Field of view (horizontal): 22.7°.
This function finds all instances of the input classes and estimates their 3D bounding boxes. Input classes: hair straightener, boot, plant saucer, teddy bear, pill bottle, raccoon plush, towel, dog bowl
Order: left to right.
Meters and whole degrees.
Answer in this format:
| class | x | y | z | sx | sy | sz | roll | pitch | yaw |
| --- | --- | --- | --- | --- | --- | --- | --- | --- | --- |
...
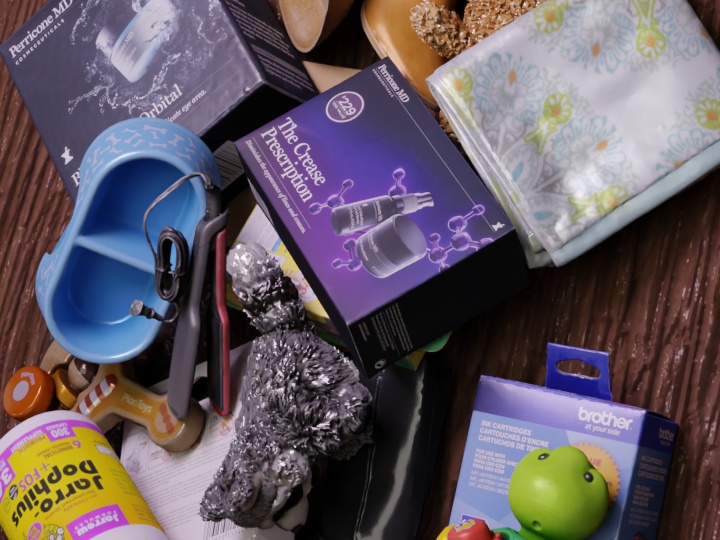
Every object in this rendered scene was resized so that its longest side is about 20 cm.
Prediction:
| class | x | y | z | sx | sy | sz | roll | pitch | yaw |
| --- | --- | --- | --- | --- | --- | --- | --- | --- | --- |
| pill bottle | -0.203 | 0.205 | 1.350 | 0.104 | 0.104 | 0.200 | -50 | 50 | 11 |
| dog bowl | -0.179 | -0.016 | 1.375 | 0.050 | 0.110 | 0.201 | -103 | 36 | -66 |
| hair straightener | -0.133 | 0.022 | 1.342 | 0.041 | 0.076 | 0.202 | -136 | 45 | -54 |
| raccoon plush | -0.085 | 0.094 | 1.298 | 0.201 | 0.133 | 0.097 | 53 | 146 | 18 |
| plant saucer | -0.032 | -0.277 | 1.436 | 0.035 | 0.200 | 0.202 | -4 | 73 | -16 |
| boot | -0.021 | 0.160 | 1.378 | 0.163 | 0.066 | 0.202 | 5 | 84 | 23 |
| boot | 0.065 | -0.239 | 1.407 | 0.144 | 0.071 | 0.203 | -38 | 58 | 24 |
| teddy bear | 0.115 | -0.191 | 1.354 | 0.202 | 0.144 | 0.067 | -65 | 16 | -3 |
| towel | 0.169 | -0.117 | 1.294 | 0.199 | 0.048 | 0.172 | -31 | 84 | -1 |

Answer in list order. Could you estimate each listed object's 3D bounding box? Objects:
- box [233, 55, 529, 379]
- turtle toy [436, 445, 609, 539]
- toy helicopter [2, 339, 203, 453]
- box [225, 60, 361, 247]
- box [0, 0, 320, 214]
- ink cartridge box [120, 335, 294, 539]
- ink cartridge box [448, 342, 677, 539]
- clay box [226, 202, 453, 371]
| class | x | y | z | sx | sy | sz | roll | pitch | yaw |
| --- | --- | --- | --- | --- | --- | --- | --- | --- | --- |
| box | 0.014 | -0.043 | 1.320 | 0.140 | 0.079 | 0.201 | -28 | 53 | -8 |
| turtle toy | 0.102 | 0.211 | 1.182 | 0.145 | 0.101 | 0.201 | 22 | 67 | 20 |
| toy helicopter | -0.193 | 0.093 | 1.467 | 0.199 | 0.079 | 0.133 | 18 | 76 | 43 |
| box | -0.090 | -0.098 | 1.495 | 0.198 | 0.021 | 0.165 | 12 | 86 | 29 |
| box | -0.162 | -0.153 | 1.465 | 0.196 | 0.117 | 0.201 | -38 | 64 | 17 |
| ink cartridge box | -0.123 | 0.160 | 1.415 | 0.199 | 0.045 | 0.178 | -25 | 48 | 41 |
| ink cartridge box | 0.143 | 0.157 | 1.285 | 0.135 | 0.076 | 0.202 | 9 | 83 | 30 |
| clay box | 0.000 | 0.000 | 1.370 | 0.198 | 0.048 | 0.116 | 19 | 64 | 25 |
